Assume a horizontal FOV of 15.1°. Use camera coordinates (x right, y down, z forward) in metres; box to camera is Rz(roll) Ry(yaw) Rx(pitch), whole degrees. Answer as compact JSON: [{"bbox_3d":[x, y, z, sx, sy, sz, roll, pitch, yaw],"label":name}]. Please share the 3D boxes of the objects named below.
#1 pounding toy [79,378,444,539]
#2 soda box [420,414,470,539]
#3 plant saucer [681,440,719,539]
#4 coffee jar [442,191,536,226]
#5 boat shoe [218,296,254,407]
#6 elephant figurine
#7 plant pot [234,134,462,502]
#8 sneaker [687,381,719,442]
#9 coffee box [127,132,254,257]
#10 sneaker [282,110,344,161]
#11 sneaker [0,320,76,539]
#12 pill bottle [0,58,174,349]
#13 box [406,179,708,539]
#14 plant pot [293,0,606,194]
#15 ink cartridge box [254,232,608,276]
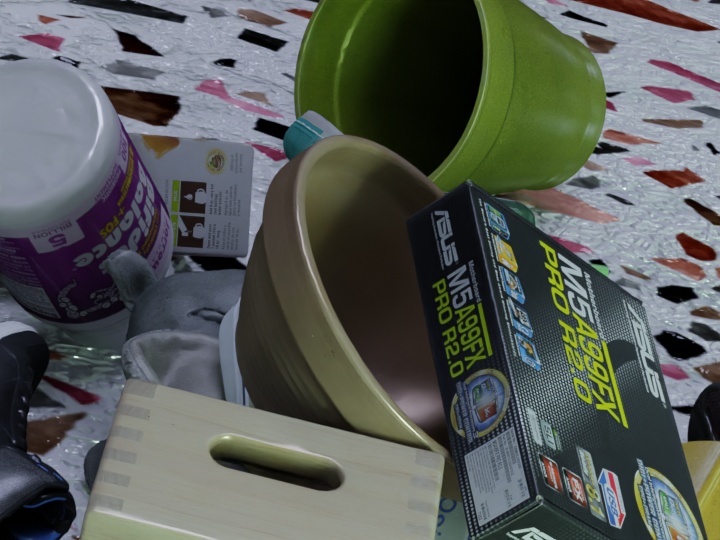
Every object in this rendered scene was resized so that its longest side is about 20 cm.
[{"bbox_3d":[-0.036,0.161,1.310,0.200,0.184,0.142,14,36,-2],"label":"pounding toy"},{"bbox_3d":[0.075,0.167,1.400,0.063,0.068,0.200,-26,50,-11],"label":"soda box"},{"bbox_3d":[0.236,0.176,1.521,0.200,0.048,0.200,37,24,5],"label":"plant saucer"},{"bbox_3d":[0.054,0.059,1.595,0.104,0.200,0.085,6,-21,-21],"label":"coffee jar"},{"bbox_3d":[-0.032,0.093,1.449,0.072,0.062,0.200,2,61,-33],"label":"boat shoe"},{"bbox_3d":[-0.089,0.088,1.524,0.155,0.142,0.200,-7,29,26],"label":"elephant figurine"},{"bbox_3d":[0.001,0.038,1.382,0.201,0.093,0.201,41,31,-32],"label":"plant pot"},{"bbox_3d":[0.299,0.144,1.708,0.115,0.076,0.200,2,34,-40],"label":"sneaker"},{"bbox_3d":[-0.185,-0.053,1.814,0.200,0.080,0.114,4,-1,-27],"label":"coffee box"},{"bbox_3d":[0.000,0.000,1.535,0.200,0.080,0.071,56,1,23],"label":"sneaker"},{"bbox_3d":[-0.194,0.103,1.489,0.112,0.073,0.200,23,31,13],"label":"sneaker"},{"bbox_3d":[-0.177,-0.032,1.652,0.112,0.112,0.200,24,-20,24],"label":"pill bottle"},{"bbox_3d":[0.102,0.071,1.365,0.160,0.044,0.200,32,35,-41],"label":"box"},{"bbox_3d":[0.086,-0.138,2.130,0.193,0.201,0.200,10,18,-46],"label":"plant pot"},{"bbox_3d":[0.037,0.026,1.734,0.200,0.084,0.145,8,-3,-16],"label":"ink cartridge box"}]
